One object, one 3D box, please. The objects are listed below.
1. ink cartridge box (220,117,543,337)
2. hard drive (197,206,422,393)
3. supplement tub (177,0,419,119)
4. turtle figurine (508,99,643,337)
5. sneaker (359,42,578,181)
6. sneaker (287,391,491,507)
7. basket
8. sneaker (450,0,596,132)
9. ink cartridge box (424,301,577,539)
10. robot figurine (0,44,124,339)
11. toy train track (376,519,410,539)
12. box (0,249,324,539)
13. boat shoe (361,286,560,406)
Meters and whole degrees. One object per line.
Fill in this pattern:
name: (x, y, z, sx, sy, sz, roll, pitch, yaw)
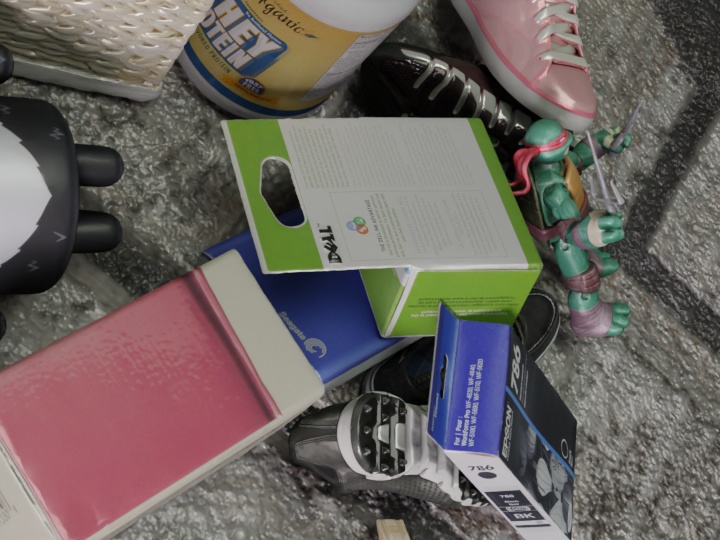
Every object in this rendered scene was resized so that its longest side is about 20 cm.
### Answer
ink cartridge box: (0.006, -0.032, 0.994, 0.198, 0.076, 0.149, -2, 49, -20)
hard drive: (0.000, 0.000, 1.034, 0.199, 0.025, 0.132, -27, 63, -37)
supplement tub: (-0.038, -0.211, 1.025, 0.143, 0.200, 0.146, 14, 60, -26)
turtle figurine: (0.164, -0.053, 1.082, 0.150, 0.100, 0.201, -69, 153, -43)
sneaker: (0.090, -0.147, 1.168, 0.199, 0.076, 0.116, 27, 41, -18)
sneaker: (0.023, 0.125, 0.988, 0.199, 0.090, 0.067, 23, 64, -51)
basket: (-0.203, -0.250, 0.971, 0.198, 0.161, 0.200, 9, 64, -26)
sneaker: (0.143, -0.208, 1.134, 0.075, 0.105, 0.201, 7, 43, -39)
ink cartridge box: (0.103, 0.109, 0.997, 0.200, 0.039, 0.100, 48, 43, -50)
robot figurine: (-0.245, -0.046, 0.867, 0.198, 0.125, 0.151, 1, 55, -31)
toy train track: (0.005, 0.215, 0.936, 0.199, 0.032, 0.116, 8, 62, -38)
box: (-0.143, 0.092, 0.863, 0.199, 0.128, 0.109, -30, 84, -38)
boat shoe: (0.088, 0.054, 1.061, 0.199, 0.066, 0.070, -20, 79, -36)
